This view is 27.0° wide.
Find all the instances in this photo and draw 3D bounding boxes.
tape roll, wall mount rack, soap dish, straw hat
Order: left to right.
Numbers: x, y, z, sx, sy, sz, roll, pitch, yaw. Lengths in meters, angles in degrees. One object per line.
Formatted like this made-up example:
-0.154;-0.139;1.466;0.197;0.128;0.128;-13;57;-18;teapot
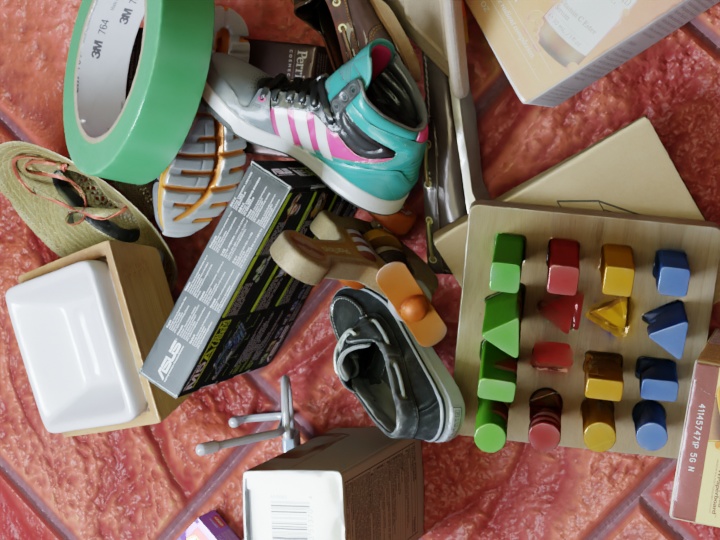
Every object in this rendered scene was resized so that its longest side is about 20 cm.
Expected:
-0.229;0.061;1.327;0.200;0.081;0.158;-15;92;54;soap dish
-0.227;-0.073;1.348;0.201;0.201;0.085;23;60;17;straw hat
-0.183;-0.172;1.215;0.200;0.048;0.201;-22;64;55;tape roll
-0.089;0.194;1.279;0.074;0.174;0.201;-4;92;3;wall mount rack

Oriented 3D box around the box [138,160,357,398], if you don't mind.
-0.084;0.002;1.253;0.047;0.193;0.200;34;105;16;box

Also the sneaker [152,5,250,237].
-0.144;-0.127;1.261;0.077;0.078;0.201;23;107;43;sneaker

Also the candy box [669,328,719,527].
0.277;0.114;1.130;0.055;0.200;0.116;10;97;16;candy box

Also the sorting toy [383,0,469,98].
0.036;-0.259;1.179;0.036;0.185;0.200;-24;50;-12;sorting toy

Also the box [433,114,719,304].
0.183;-0.009;1.217;0.200;0.021;0.164;-29;104;16;box

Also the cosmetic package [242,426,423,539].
-0.018;0.195;1.242;0.087;0.200;0.104;-2;92;21;cosmetic package

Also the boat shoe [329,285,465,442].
0.013;0.069;1.241;0.200;0.071;0.072;47;126;50;boat shoe

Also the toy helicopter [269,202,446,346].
0.000;0.000;1.179;0.132;0.200;0.079;47;111;23;toy helicopter

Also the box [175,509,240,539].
-0.121;0.340;1.374;0.200;0.039;0.137;47;106;11;box

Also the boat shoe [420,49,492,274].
0.071;-0.096;1.258;0.059;0.072;0.201;-8;97;17;boat shoe

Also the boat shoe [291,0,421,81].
-0.023;-0.229;1.244;0.070;0.070;0.200;-25;71;-7;boat shoe

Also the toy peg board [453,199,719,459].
0.174;0.061;1.176;0.199;0.098;0.201;6;109;6;toy peg board

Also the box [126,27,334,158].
-0.123;-0.156;1.320;0.199;0.075;0.100;8;96;17;box

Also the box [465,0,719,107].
0.186;-0.246;1.185;0.200;0.106;0.153;-33;83;19;box

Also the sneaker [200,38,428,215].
-0.028;-0.138;1.167;0.200;0.084;0.121;31;128;-4;sneaker
